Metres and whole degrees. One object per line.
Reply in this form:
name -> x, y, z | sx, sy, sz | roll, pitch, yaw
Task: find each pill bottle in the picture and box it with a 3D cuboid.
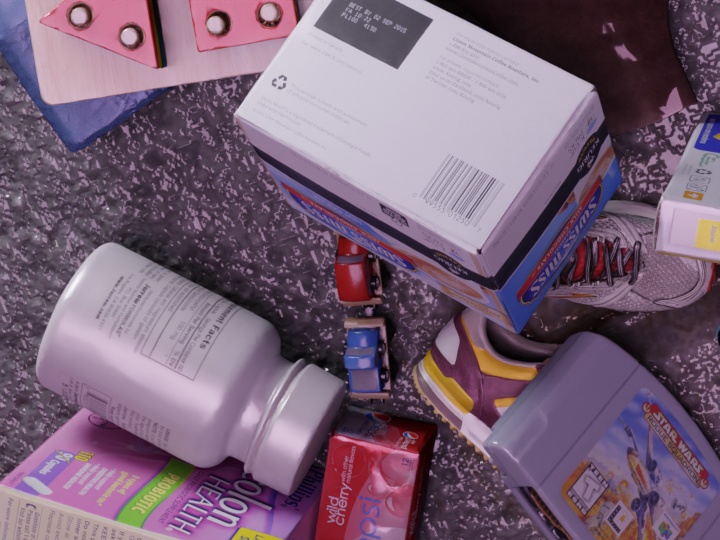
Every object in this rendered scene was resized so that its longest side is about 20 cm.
pill bottle -> -0.116, 0.073, 1.552 | 0.199, 0.114, 0.115 | 27, 110, 7

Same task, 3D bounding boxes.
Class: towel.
towel -> -0.211, -0.192, 1.541 | 0.111, 0.049, 0.201 | -30, 94, 17

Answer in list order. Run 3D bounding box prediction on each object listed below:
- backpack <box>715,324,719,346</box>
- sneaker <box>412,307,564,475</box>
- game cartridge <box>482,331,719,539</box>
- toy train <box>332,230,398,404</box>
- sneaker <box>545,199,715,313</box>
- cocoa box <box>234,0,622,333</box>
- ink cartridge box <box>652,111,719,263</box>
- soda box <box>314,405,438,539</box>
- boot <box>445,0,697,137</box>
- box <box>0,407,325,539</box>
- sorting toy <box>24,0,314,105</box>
backpack -> 0.331, 0.075, 1.389 | 0.153, 0.200, 0.176 | -33, 93, 4
sneaker -> 0.133, 0.104, 1.516 | 0.200, 0.075, 0.090 | 39, 111, 0
game cartridge -> 0.180, 0.146, 1.484 | 0.200, 0.133, 0.041 | 52, 155, -15
toy train -> 0.000, 0.000, 1.537 | 0.034, 0.046, 0.201 | -2, 104, 15
sneaker -> 0.138, -0.006, 1.480 | 0.199, 0.082, 0.078 | 7, 106, 12
cocoa box -> 0.046, -0.078, 1.410 | 0.199, 0.131, 0.134 | 30, 76, 25
ink cartridge box -> 0.294, -0.041, 1.368 | 0.199, 0.198, 0.047 | 13, 111, 12
soda box -> 0.003, 0.205, 1.583 | 0.070, 0.063, 0.201 | 12, 108, 12
boot -> 0.108, -0.156, 1.452 | 0.199, 0.072, 0.167 | -16, 98, 15
box -> -0.140, 0.189, 1.556 | 0.199, 0.176, 0.097 | 16, 109, 11
sorting toy -> -0.135, -0.222, 1.468 | 0.197, 0.070, 0.202 | -9, 97, 3
